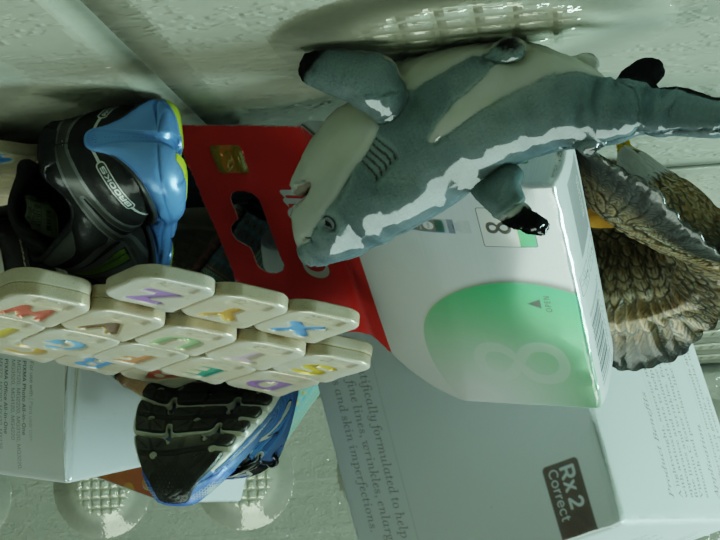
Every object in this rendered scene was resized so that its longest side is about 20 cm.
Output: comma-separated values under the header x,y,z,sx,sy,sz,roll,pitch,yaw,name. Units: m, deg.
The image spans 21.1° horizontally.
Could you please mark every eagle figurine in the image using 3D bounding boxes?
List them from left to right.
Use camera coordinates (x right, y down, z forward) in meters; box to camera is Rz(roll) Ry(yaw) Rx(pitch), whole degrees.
x,y,z,sx,sy,sz,roll,pitch,yaw,name
0.147,-0.018,0.987,0.198,0.153,0.151,-6,-165,-24,eagle figurine

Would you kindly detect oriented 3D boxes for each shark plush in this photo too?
x,y,z,sx,sy,sz,roll,pitch,yaw,name
0.064,-0.051,0.821,0.198,0.084,0.091,-5,173,10,shark plush

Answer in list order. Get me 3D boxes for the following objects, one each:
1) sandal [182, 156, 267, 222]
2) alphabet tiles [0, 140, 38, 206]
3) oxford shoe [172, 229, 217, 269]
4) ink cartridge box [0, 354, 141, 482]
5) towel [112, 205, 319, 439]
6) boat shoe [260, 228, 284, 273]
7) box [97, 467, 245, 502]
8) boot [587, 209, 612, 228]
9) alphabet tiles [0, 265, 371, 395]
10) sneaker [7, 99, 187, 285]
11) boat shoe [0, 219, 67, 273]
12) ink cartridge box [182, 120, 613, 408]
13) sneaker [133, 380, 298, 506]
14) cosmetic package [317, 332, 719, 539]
x,y,z,sx,sy,sz,roll,pitch,yaw,name
-0.035,-0.038,1.052,0.198,0.043,0.076,-3,173,-4,sandal
-0.241,-0.050,0.976,0.194,0.015,0.199,-8,172,36,alphabet tiles
-0.079,0.012,1.303,0.199,0.075,0.058,-1,137,-41,oxford shoe
-0.224,0.079,1.244,0.199,0.084,0.145,5,-175,28,ink cartridge box
-0.068,0.042,1.245,0.022,0.147,0.200,36,178,31,towel
0.000,0.000,1.137,0.073,0.066,0.200,1,-172,24,boat shoe
-0.174,0.076,1.360,0.199,0.125,0.097,15,-177,28,box
0.149,-0.016,1.221,0.143,0.071,0.201,-6,169,20,boot
-0.098,0.033,0.959,0.199,0.015,0.195,13,162,-32,alphabet tiles
-0.130,-0.030,0.939,0.082,0.071,0.200,0,160,-10,sneaker
-0.208,0.005,1.211,0.060,0.075,0.200,-2,176,-10,boat shoe
0.015,-0.003,0.942,0.198,0.050,0.162,0,139,18,ink cartridge box
-0.072,0.090,1.114,0.078,0.090,0.200,4,-159,15,sneaker
0.102,0.096,1.143,0.164,0.166,0.200,-24,161,27,cosmetic package
